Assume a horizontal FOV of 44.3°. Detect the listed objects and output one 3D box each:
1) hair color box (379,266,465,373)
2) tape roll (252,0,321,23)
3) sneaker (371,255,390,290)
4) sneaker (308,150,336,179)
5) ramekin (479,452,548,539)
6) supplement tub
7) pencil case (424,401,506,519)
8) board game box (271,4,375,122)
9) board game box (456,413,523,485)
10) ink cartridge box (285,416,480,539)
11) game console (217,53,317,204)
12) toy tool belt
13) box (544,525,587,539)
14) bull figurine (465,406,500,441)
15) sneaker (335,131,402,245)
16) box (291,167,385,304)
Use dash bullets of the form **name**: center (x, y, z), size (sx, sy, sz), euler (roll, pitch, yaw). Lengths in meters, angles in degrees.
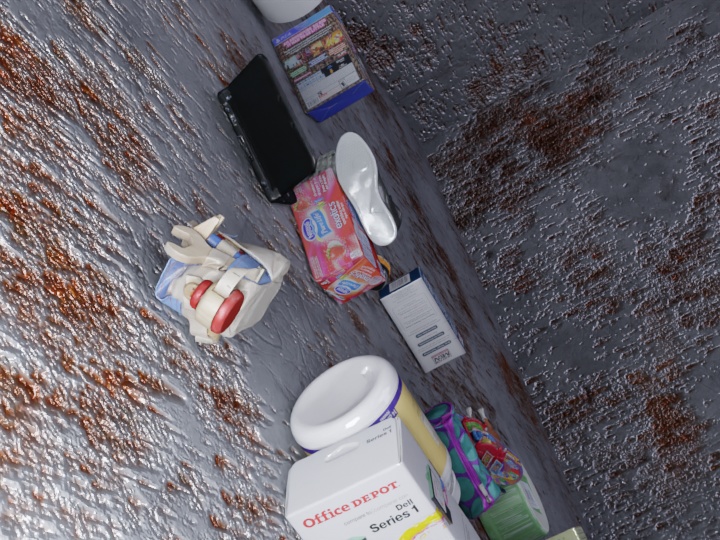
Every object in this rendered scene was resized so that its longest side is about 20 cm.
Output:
- **hair color box**: center (0.129, 0.104, 1.845), size (0.201, 0.099, 0.061), euler (58, 12, -20)
- **tape roll**: center (-0.178, -0.690, 2.023), size (0.139, 0.202, 0.204), euler (46, 20, -50)
- **sneaker**: center (0.000, 0.000, 1.636), size (0.200, 0.078, 0.078), euler (50, 45, -60)
- **sneaker**: center (-0.049, -0.165, 1.756), size (0.100, 0.069, 0.200), euler (60, 13, -22)
- **ramekin**: center (0.298, 0.464, 1.779), size (0.201, 0.097, 0.200), euler (58, 13, -21)
- **supplement tub**: center (0.022, 0.219, 1.070), size (0.201, 0.145, 0.146), euler (57, 14, -22)
- **pencil case**: center (0.175, 0.337, 1.577), size (0.201, 0.085, 0.092), euler (60, -21, -9)
- **board game box**: center (-0.085, -0.475, 2.049), size (0.201, 0.159, 0.097), euler (65, 12, 11)
- **board game box**: center (0.238, 0.329, 1.713), size (0.200, 0.039, 0.158), euler (38, 23, 22)
- **ink cartridge box**: center (0.029, 0.281, 0.967), size (0.201, 0.144, 0.084), euler (57, 14, -22)
- **game console**: center (-0.133, -0.221, 1.426), size (0.201, 0.116, 0.176), euler (64, 13, 5)
- **toy tool belt**: center (-0.160, 0.007, 0.908), size (0.122, 0.125, 0.200), euler (31, 8, 5)
- **box**: center (0.349, 0.581, 1.564), size (0.097, 0.175, 0.201), euler (33, 31, -64)
- **bull figurine**: center (0.265, 0.365, 1.935), size (0.122, 0.065, 0.200), euler (63, 10, 19)
- **sneaker**: center (0.014, -0.140, 1.530), size (0.099, 0.070, 0.201), euler (-26, 94, -80)
- **box**: center (-0.042, -0.059, 1.502), size (0.100, 0.095, 0.201), euler (46, 20, -54)
